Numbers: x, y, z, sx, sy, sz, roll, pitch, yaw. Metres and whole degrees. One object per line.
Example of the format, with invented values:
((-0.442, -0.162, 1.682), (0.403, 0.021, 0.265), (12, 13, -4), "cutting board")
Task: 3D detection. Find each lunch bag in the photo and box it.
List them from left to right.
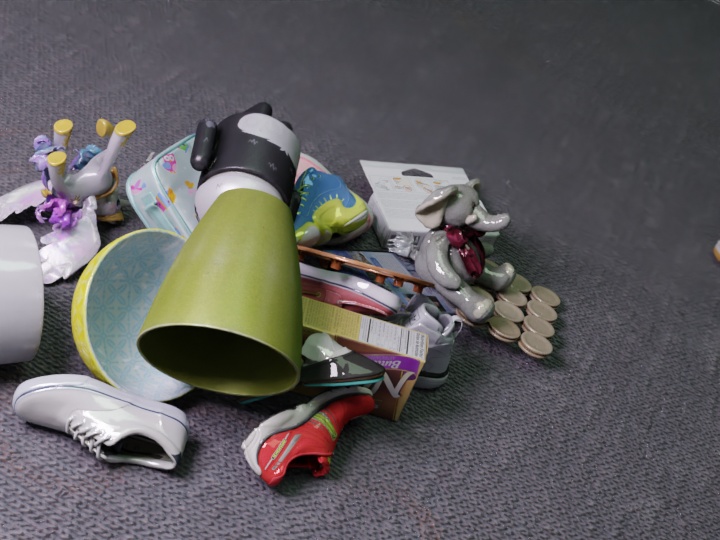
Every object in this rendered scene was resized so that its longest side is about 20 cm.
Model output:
((-0.221, -0.077, 1.482), (0.201, 0.077, 0.160), (57, 38, -9), "lunch bag")

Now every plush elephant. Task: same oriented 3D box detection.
((0.148, -0.053, 1.588), (0.199, 0.156, 0.164), (31, 30, 17), "plush elephant")

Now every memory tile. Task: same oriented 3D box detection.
((0.221, 0.054, 1.642), (0.152, 0.017, 0.200), (26, 30, 2), "memory tile")

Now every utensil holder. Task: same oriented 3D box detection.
((-0.469, 0.028, 1.223), (0.198, 0.171, 0.171), (-2, 43, -30), "utensil holder")

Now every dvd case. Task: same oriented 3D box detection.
((0.046, 0.020, 1.583), (0.199, 0.018, 0.143), (1, 38, -42), "dvd case")

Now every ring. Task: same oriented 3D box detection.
((0.000, 0.000, 1.445), (0.198, 0.019, 0.200), (16, -1, 0), "ring")

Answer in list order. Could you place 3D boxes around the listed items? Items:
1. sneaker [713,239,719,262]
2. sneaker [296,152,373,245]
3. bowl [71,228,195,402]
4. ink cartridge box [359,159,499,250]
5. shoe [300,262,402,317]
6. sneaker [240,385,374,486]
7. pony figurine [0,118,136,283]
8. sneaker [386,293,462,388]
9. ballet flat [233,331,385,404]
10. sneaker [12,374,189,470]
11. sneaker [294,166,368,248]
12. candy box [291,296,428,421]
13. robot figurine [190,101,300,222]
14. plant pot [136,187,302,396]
((0.735, -0.038, 1.974), (0.198, 0.088, 0.076), (6, 37, -22), "sneaker")
((-0.082, -0.109, 1.661), (0.199, 0.076, 0.105), (34, 33, 9), "sneaker")
((-0.270, 0.055, 1.319), (0.107, 0.202, 0.199), (-5, 12, 46), "bowl")
((0.103, -0.103, 1.775), (0.198, 0.044, 0.174), (2, 40, -24), "ink cartridge box")
((-0.048, 0.049, 1.428), (0.198, 0.071, 0.092), (16, 77, 21), "shoe")
((-0.054, 0.201, 1.314), (0.199, 0.077, 0.085), (-21, 74, -41), "sneaker")
((-0.376, -0.101, 1.439), (0.192, 0.201, 0.167), (-30, 64, -29), "pony figurine")
((0.036, 0.083, 1.449), (0.198, 0.116, 0.075), (13, 37, -11), "sneaker")
((-0.070, 0.113, 1.316), (0.198, 0.069, 0.068), (-11, 2, 17), "ballet flat")
((-0.286, 0.170, 1.217), (0.198, 0.073, 0.071), (13, 34, -12), "sneaker")
((-0.082, -0.081, 1.547), (0.199, 0.076, 0.106), (-22, 77, -45), "sneaker")
((-0.026, 0.109, 1.386), (0.198, 0.117, 0.057), (18, 38, -6), "candy box")
((-0.147, -0.122, 1.434), (0.149, 0.125, 0.201), (12, 53, -4), "robot figurine")
((-0.142, 0.015, 1.266), (0.185, 0.187, 0.202), (15, 62, -9), "plant pot")
